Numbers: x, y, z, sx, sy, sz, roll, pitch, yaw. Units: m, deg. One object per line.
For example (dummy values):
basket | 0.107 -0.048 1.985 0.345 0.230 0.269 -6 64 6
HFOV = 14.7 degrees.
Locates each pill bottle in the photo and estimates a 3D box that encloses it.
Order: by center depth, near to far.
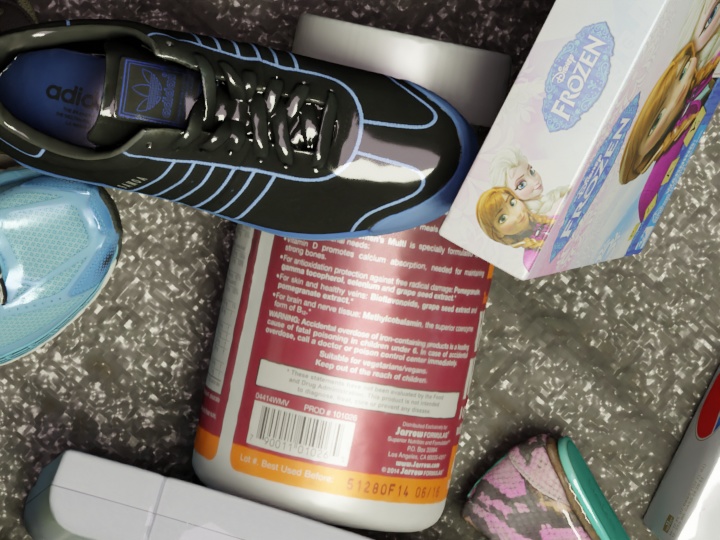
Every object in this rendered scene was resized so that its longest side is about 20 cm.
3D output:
pill bottle | 0.000 0.000 1.159 0.109 0.110 0.201 11 94 -8

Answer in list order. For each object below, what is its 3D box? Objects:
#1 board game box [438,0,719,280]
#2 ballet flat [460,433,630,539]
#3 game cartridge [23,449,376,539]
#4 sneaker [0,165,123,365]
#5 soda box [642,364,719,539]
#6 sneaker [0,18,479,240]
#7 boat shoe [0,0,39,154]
board game box | 0.118 -0.096 1.106 0.041 0.199 0.200 29 103 15
ballet flat | 0.114 0.165 1.219 0.071 0.069 0.200 -35 95 16
game cartridge | -0.038 0.122 1.154 0.200 0.133 0.041 18 74 -8
sneaker | -0.188 0.021 1.146 0.200 0.090 0.079 -26 98 -4
soda box | 0.200 0.041 1.213 0.068 0.064 0.200 26 91 -9
sneaker | -0.055 -0.055 1.071 0.199 0.078 0.070 6 82 6
boat shoe | -0.147 -0.082 1.155 0.200 0.072 0.066 11 89 -14
